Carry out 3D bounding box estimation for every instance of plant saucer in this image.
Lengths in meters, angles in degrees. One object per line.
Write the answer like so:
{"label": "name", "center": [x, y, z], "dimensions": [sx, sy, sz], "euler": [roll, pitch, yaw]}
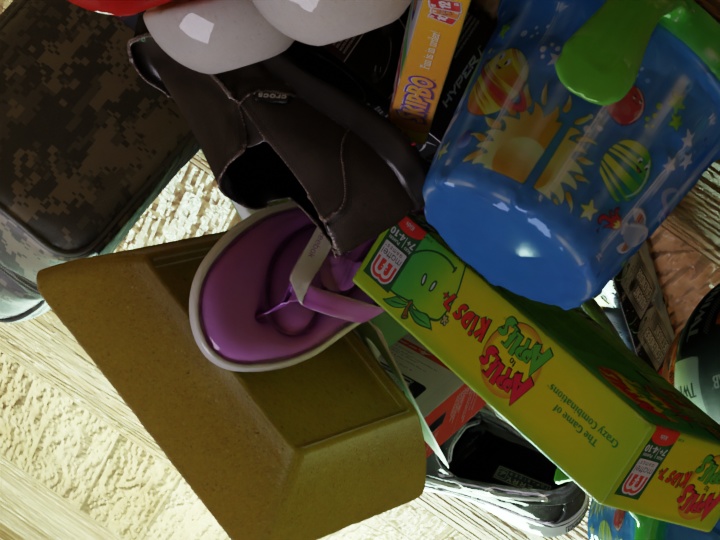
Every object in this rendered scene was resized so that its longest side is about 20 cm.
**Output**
{"label": "plant saucer", "center": [-0.056, 0.051, 1.470], "dimensions": [0.200, 0.048, 0.200], "euler": [51, -153, 14]}

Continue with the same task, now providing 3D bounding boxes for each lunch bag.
{"label": "lunch bag", "center": [-0.178, -0.072, 1.569], "dimensions": [0.139, 0.200, 0.168], "euler": [37, 153, 1]}

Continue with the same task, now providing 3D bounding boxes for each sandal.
{"label": "sandal", "center": [-0.003, -0.007, 1.423], "dimensions": [0.050, 0.202, 0.083], "euler": [-20, 92, 58]}

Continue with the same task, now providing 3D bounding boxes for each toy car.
{"label": "toy car", "center": [-0.077, -0.175, 1.207], "dimensions": [0.199, 0.149, 0.176], "euler": [-7, 102, 53]}

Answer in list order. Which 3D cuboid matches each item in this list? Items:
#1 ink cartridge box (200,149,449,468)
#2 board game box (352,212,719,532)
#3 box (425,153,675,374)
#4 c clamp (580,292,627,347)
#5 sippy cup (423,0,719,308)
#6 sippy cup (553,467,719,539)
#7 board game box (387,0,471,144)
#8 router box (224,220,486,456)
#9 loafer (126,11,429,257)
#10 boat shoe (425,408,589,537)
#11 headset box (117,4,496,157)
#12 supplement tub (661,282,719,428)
{"label": "ink cartridge box", "center": [-0.007, 0.008, 1.583], "dimensions": [0.200, 0.048, 0.146], "euler": [43, 167, 40]}
{"label": "board game box", "center": [0.096, 0.049, 1.341], "dimensions": [0.101, 0.048, 0.200], "euler": [18, -162, -49]}
{"label": "box", "center": [0.083, -0.006, 1.561], "dimensions": [0.199, 0.040, 0.137], "euler": [22, 157, 29]}
{"label": "c clamp", "center": [0.120, 0.043, 1.475], "dimensions": [0.171, 0.027, 0.200], "euler": [56, 165, 14]}
{"label": "sippy cup", "center": [0.100, -0.060, 1.272], "dimensions": [0.139, 0.131, 0.178], "euler": [15, 152, 39]}
{"label": "sippy cup", "center": [0.205, 0.160, 1.633], "dimensions": [0.179, 0.139, 0.130], "euler": [67, 162, -11]}
{"label": "board game box", "center": [0.042, -0.142, 1.250], "dimensions": [0.030, 0.096, 0.200], "euler": [13, 158, -4]}
{"label": "router box", "center": [-0.033, 0.053, 1.683], "dimensions": [0.199, 0.179, 0.049], "euler": [28, 119, 17]}
{"label": "loafer", "center": [-0.055, -0.073, 1.339], "dimensions": [0.200, 0.071, 0.073], "euler": [33, 162, 35]}
{"label": "boat shoe", "center": [0.063, 0.119, 1.831], "dimensions": [0.199, 0.071, 0.064], "euler": [17, 155, 20]}
{"label": "headset box", "center": [-0.040, -0.138, 1.408], "dimensions": [0.200, 0.077, 0.149], "euler": [39, 158, -11]}
{"label": "supplement tub", "center": [0.236, 0.048, 1.336], "dimensions": [0.122, 0.123, 0.200], "euler": [38, 158, -10]}
